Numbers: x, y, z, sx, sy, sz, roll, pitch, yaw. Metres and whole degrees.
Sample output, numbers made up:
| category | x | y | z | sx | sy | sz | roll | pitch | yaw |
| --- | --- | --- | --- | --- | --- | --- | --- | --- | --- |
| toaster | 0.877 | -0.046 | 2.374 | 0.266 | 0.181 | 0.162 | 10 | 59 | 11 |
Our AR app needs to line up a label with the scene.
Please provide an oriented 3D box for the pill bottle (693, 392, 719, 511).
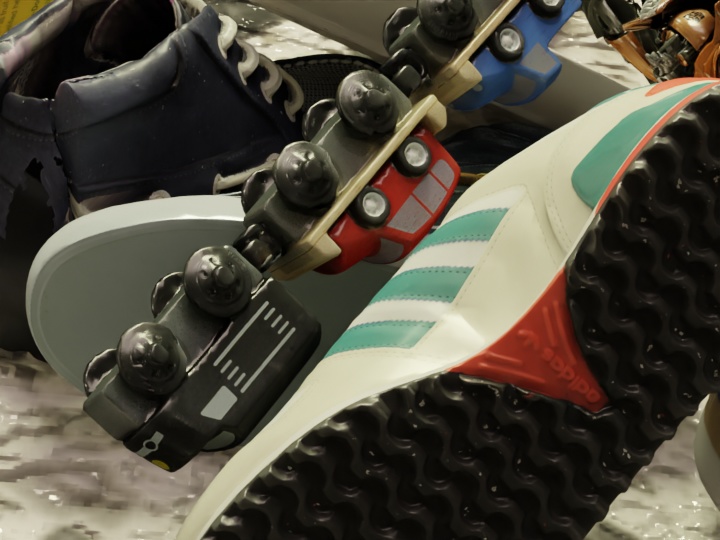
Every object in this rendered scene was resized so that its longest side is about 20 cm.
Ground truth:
| category | x | y | z | sx | sy | sz | roll | pitch | yaw |
| --- | --- | --- | --- | --- | --- | --- | --- | --- | --- |
| pill bottle | 0.167 | -0.017 | 0.587 | 0.110 | 0.201 | 0.111 | 15 | 25 | -7 |

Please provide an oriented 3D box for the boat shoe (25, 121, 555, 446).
| category | x | y | z | sx | sy | sz | roll | pitch | yaw |
| --- | --- | --- | --- | --- | --- | --- | --- | --- | --- |
| boat shoe | 0.000 | 0.000 | 0.681 | 0.199 | 0.071 | 0.091 | 3 | 27 | -14 |

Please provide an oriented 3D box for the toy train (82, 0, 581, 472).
| category | x | y | z | sx | sy | sz | roll | pitch | yaw |
| --- | --- | --- | --- | --- | --- | --- | --- | --- | --- |
| toy train | 0.002 | -0.024 | 0.612 | 0.046 | 0.034 | 0.200 | 43 | 61 | -8 |

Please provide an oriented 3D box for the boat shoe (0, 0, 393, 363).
| category | x | y | z | sx | sy | sz | roll | pitch | yaw |
| --- | --- | --- | --- | --- | --- | --- | --- | --- | --- |
| boat shoe | -0.043 | -0.050 | 0.721 | 0.074 | 0.093 | 0.200 | 21 | 34 | 25 |

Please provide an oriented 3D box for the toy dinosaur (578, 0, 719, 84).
| category | x | y | z | sx | sy | sz | roll | pitch | yaw |
| --- | --- | --- | --- | --- | --- | --- | --- | --- | --- |
| toy dinosaur | 0.118 | -0.085 | 0.805 | 0.102 | 0.136 | 0.200 | -37 | 11 | -17 |

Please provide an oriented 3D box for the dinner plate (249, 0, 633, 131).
| category | x | y | z | sx | sy | sz | roll | pitch | yaw |
| --- | --- | --- | --- | --- | --- | --- | --- | --- | --- |
| dinner plate | 0.027 | -0.073 | 0.768 | 0.199 | 0.024 | 0.200 | 23 | 5 | -2 |

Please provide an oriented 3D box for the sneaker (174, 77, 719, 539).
| category | x | y | z | sx | sy | sz | roll | pitch | yaw |
| --- | --- | --- | --- | --- | --- | --- | --- | --- | --- |
| sneaker | 0.032 | 0.025 | 0.590 | 0.200 | 0.070 | 0.093 | -43 | 14 | 0 |

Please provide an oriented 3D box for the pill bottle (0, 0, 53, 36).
| category | x | y | z | sx | sy | sz | roll | pitch | yaw |
| --- | --- | --- | --- | --- | --- | --- | --- | --- | --- |
| pill bottle | -0.143 | -0.126 | 0.818 | 0.104 | 0.105 | 0.199 | 30 | 39 | 34 |
